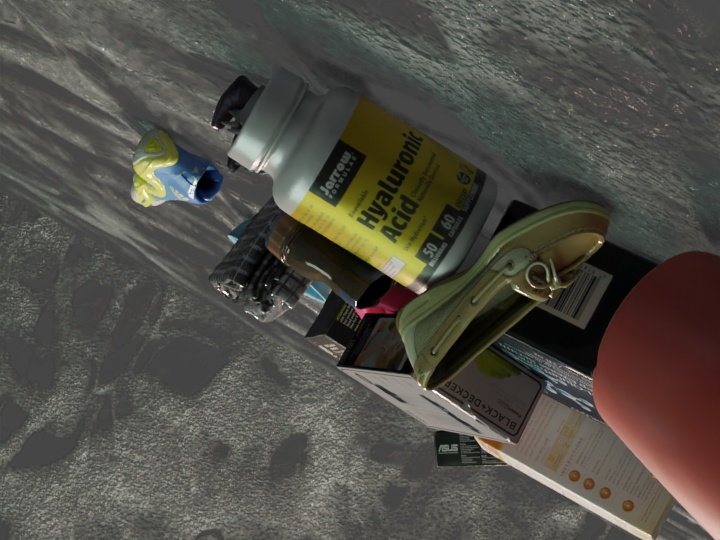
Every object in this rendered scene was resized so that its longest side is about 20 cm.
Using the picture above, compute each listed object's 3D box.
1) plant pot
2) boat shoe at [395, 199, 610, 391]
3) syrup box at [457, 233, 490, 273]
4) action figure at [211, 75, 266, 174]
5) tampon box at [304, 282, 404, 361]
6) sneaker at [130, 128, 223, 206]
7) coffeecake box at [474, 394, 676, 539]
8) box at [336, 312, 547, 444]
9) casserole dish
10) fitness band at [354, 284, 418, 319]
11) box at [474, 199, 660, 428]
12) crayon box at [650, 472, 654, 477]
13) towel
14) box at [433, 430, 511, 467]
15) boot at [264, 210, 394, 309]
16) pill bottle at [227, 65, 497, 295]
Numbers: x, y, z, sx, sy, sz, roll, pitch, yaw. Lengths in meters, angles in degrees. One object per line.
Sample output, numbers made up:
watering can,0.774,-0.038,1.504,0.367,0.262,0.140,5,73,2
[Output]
plant pot,0.268,0.087,1.172,0.177,0.201,0.200,36,178,40
boat shoe,0.112,0.018,1.299,0.073,0.200,0.064,21,-137,-49
syrup box,0.160,0.050,1.625,0.199,0.082,0.079,33,171,-8
action figure,-0.034,-0.098,1.485,0.198,0.070,0.130,22,164,30
tampon box,0.058,0.074,1.966,0.199,0.127,0.150,32,171,-7
sneaker,-0.221,-0.103,2.081,0.104,0.076,0.200,29,171,3
coffeecake box,0.237,0.152,1.704,0.199,0.155,0.073,28,171,17
box,0.068,0.092,1.505,0.116,0.061,0.200,33,170,-15
casserole dish,-0.103,-0.015,2.312,0.120,0.039,0.200,27,170,25
fitness band,0.062,0.057,1.608,0.143,0.038,0.200,30,171,18
box,0.185,0.047,1.432,0.147,0.108,0.200,26,171,25
crayon box,0.326,0.141,1.459,0.124,0.052,0.200,-10,175,-6
towel,-0.068,-0.037,1.632,0.085,0.166,0.200,36,171,-5
box,0.215,0.188,1.906,0.191,0.048,0.199,0,174,-37
boot,0.000,0.000,1.457,0.097,0.075,0.199,41,-166,22
pill bottle,-0.001,-0.074,1.353,0.199,0.112,0.111,31,172,-6
